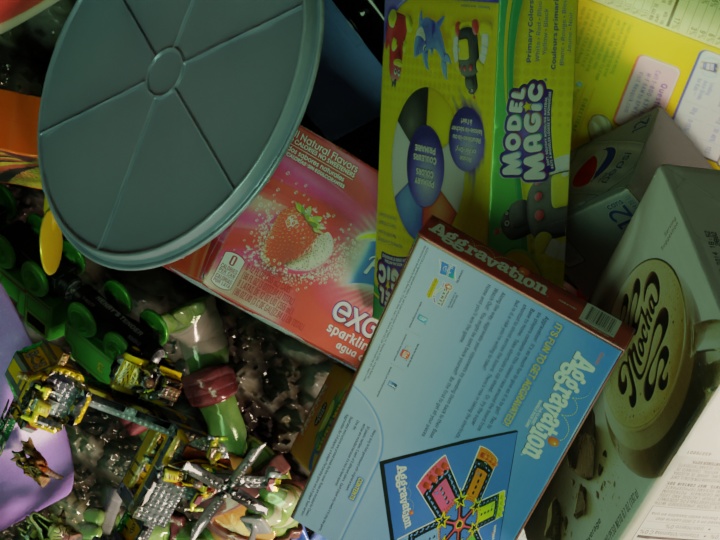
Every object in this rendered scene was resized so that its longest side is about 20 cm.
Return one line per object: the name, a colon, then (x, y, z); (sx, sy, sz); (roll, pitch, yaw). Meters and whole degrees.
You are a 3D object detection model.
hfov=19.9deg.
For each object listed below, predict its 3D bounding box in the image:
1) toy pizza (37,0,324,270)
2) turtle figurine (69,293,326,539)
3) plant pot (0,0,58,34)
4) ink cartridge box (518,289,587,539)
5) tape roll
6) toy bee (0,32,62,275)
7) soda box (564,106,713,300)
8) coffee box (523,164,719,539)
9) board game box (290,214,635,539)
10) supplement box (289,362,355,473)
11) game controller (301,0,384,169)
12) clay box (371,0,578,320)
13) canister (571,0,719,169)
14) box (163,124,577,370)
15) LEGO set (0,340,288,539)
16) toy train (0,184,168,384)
toy pizza: (-0.087, -0.094, 1.023); (0.200, 0.201, 0.032); (-29, 146, 32)
turtle figurine: (-0.108, 0.126, 1.208); (0.144, 0.200, 0.194); (-21, 93, 63)
plant pot: (-0.192, -0.213, 0.963); (0.200, 0.200, 0.178); (-34, 92, 33)
ink cartridge box: (0.093, 0.075, 1.108); (0.050, 0.162, 0.200); (16, 128, -8)
tape roll: (-0.245, 0.058, 1.201); (0.200, 0.066, 0.200); (48, 154, 33)
toy bee: (-0.148, -0.055, 1.136); (0.200, 0.131, 0.109); (26, 160, -3)
soda box: (0.174, 0.020, 1.003); (0.063, 0.068, 0.200); (-26, 116, 40)
coffee box: (0.144, 0.065, 0.916); (0.080, 0.113, 0.200); (5, 134, -20)
board game box: (0.042, 0.073, 0.942); (0.103, 0.019, 0.200); (30, 132, 7)
supplement box: (0.017, 0.102, 1.116); (0.069, 0.200, 0.067); (28, 88, -11)
game controller: (-0.025, -0.125, 1.089); (0.104, 0.042, 0.200); (-28, 110, 32)
clay box: (0.051, -0.040, 0.971); (0.047, 0.115, 0.201); (-1, 98, -26)
canister: (0.163, -0.095, 1.019); (0.200, 0.087, 0.149); (22, 129, 5)
box: (0.000, 0.000, 1.074); (0.200, 0.100, 0.096); (29, 87, -27)
LEGO set: (-0.147, 0.146, 1.091); (0.154, 0.116, 0.200); (32, 95, -30)
toy train: (-0.186, 0.005, 1.193); (0.200, 0.042, 0.056); (37, 139, 24)
